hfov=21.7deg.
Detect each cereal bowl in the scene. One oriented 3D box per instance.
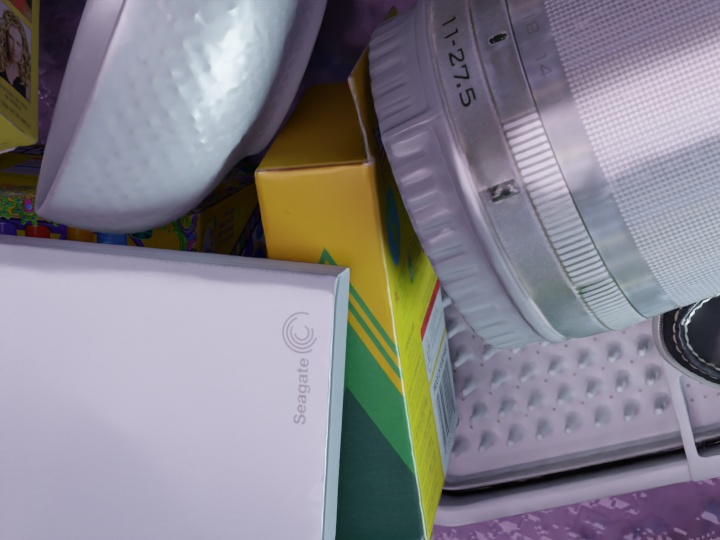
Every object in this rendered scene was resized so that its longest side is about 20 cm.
[{"bbox_3d":[-0.067,-0.106,0.780,0.083,0.200,0.201,18,109,-15],"label":"cereal bowl"}]

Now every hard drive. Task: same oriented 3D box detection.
[{"bbox_3d":[-0.107,0.056,0.750,0.199,0.027,0.133,5,101,10],"label":"hard drive"}]

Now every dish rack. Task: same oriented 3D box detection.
[{"bbox_3d":[0.093,0.022,0.883,0.199,0.044,0.172,-14,99,19],"label":"dish rack"}]

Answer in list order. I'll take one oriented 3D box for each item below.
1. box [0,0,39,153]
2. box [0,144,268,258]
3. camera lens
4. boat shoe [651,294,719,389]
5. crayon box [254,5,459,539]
[{"bbox_3d":[-0.189,-0.146,0.867,0.075,0.050,0.201,-12,63,18],"label":"box"},{"bbox_3d":[-0.153,0.044,0.918,0.199,0.122,0.194,6,104,14],"label":"box"},{"bbox_3d":[0.123,-0.069,0.747,0.199,0.160,0.161,-21,96,17],"label":"camera lens"},{"bbox_3d":[0.228,0.031,0.807,0.199,0.060,0.074,8,99,-4],"label":"boat shoe"},{"bbox_3d":[0.000,0.000,0.801,0.051,0.127,0.201,-5,109,11],"label":"crayon box"}]
